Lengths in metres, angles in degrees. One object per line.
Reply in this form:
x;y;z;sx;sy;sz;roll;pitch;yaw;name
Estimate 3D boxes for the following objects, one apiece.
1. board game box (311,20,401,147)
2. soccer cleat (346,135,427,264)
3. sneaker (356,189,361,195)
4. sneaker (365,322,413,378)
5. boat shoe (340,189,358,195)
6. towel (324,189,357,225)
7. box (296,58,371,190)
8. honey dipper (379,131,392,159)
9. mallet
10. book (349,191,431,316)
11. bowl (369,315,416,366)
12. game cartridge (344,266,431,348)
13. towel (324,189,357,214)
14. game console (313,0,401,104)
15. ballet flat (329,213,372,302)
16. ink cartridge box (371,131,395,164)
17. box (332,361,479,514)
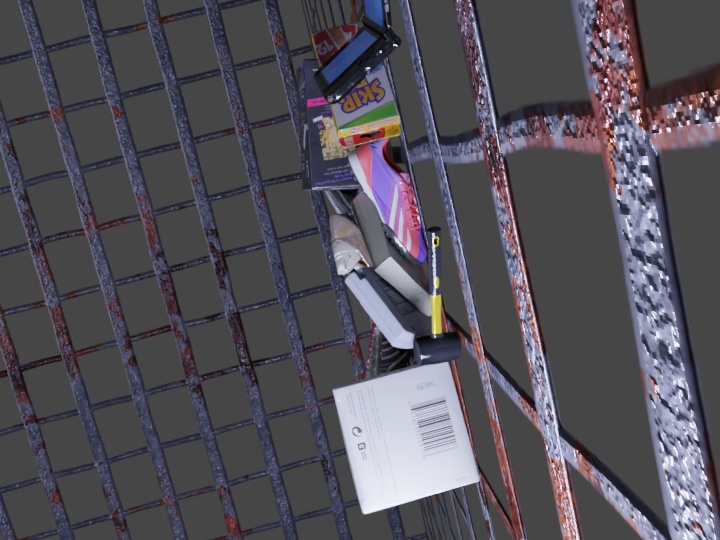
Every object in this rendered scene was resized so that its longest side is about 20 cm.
-0.007;-0.281;1.089;0.030;0.094;0.203;87;169;-70;board game box
0.056;-0.104;1.093;0.202;0.072;0.068;59;-165;-6;soccer cleat
0.021;-0.155;1.382;0.089;0.077;0.204;76;180;-74;sneaker
0.062;0.123;1.335;0.074;0.086;0.203;-82;1;-57;sneaker
-0.014;-0.241;1.329;0.057;0.065;0.204;122;156;-78;boat shoe
-0.003;-0.065;1.316;0.201;0.024;0.147;59;180;-37;towel
-0.044;-0.235;1.193;0.122;0.104;0.204;-154;60;-77;box
0.043;-0.186;1.180;0.038;0.037;0.204;90;167;-80;honey dipper
0.092;0.040;0.978;0.041;0.065;0.203;-117;13;-62;mallet
0.057;-0.033;1.161;0.133;0.048;0.201;42;-162;-32;book
0.087;0.182;1.533;0.201;0.092;0.205;165;90;-88;bowl
0.055;0.053;1.099;0.134;0.040;0.200;49;-164;12;game cartridge
-0.019;-0.153;1.483;0.202;0.034;0.193;57;-157;-17;towel
-0.019;-0.334;0.961;0.116;0.175;0.201;46;-170;-22;game console
0.000;0.000;1.207;0.068;0.067;0.201;-23;106;49;ballet flat
0.037;-0.186;1.276;0.100;0.038;0.204;-116;14;-74;ink cartridge box
0.069;0.267;1.198;0.131;0.196;0.203;94;161;-80;box
